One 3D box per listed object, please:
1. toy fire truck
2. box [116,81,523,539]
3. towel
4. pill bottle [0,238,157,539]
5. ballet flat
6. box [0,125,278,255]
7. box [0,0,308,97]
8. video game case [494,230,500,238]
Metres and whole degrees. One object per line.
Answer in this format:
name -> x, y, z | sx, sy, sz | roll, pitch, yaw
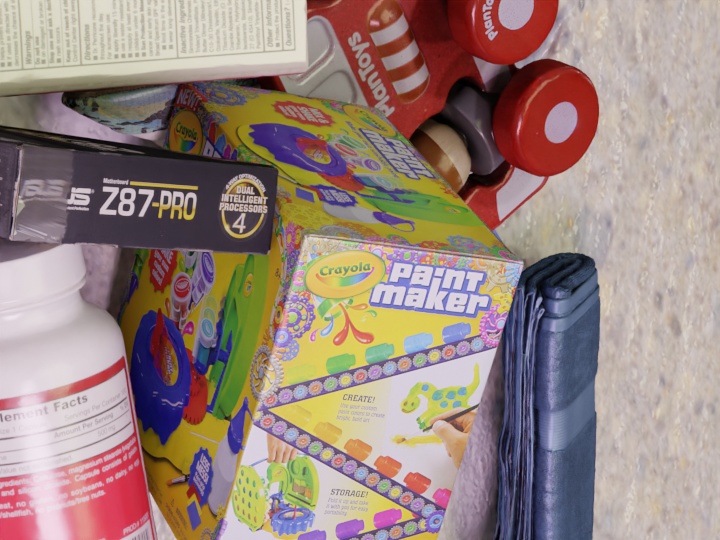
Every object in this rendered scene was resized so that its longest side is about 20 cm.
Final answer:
toy fire truck -> 0.029, -0.096, 1.552 | 0.168, 0.112, 0.201 | -39, 129, -19
box -> -0.032, 0.033, 1.420 | 0.121, 0.200, 0.194 | 7, 111, -25
towel -> 0.117, 0.095, 1.755 | 0.112, 0.048, 0.201 | -31, 123, -67
pill bottle -> -0.166, 0.084, 1.397 | 0.112, 0.112, 0.201 | -23, 109, -46
ballet flat -> -0.081, -0.099, 1.515 | 0.200, 0.074, 0.075 | -27, 113, -43
box -> -0.163, -0.043, 1.319 | 0.161, 0.199, 0.049 | 1, 97, -45
box -> -0.136, -0.155, 1.359 | 0.199, 0.109, 0.129 | -6, 99, -22
video game case -> 0.000, 0.000, 1.634 | 0.182, 0.045, 0.200 | -57, 131, -29
